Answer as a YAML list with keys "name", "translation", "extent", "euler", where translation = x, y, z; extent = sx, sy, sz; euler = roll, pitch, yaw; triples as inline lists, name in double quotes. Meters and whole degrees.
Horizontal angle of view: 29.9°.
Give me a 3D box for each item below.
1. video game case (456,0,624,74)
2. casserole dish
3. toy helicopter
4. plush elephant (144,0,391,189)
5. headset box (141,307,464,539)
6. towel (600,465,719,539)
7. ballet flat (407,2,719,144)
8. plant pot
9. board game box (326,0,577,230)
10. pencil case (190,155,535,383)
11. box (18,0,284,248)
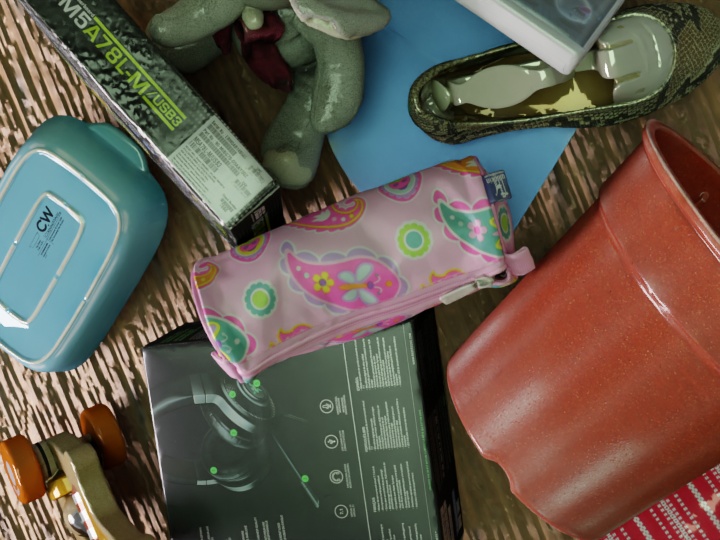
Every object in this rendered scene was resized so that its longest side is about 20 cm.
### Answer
- name: "video game case"
  translation: [0.082, -0.227, 0.809]
  extent: [0.199, 0.182, 0.023]
  euler: [35, 144, 4]
- name: "casserole dish"
  translation: [-0.215, -0.012, 0.935]
  extent: [0.121, 0.039, 0.200]
  euler: [38, 114, 6]
- name: "toy helicopter"
  translation: [-0.169, 0.182, 0.908]
  extent: [0.078, 0.200, 0.133]
  euler: [-20, 111, -25]
- name: "plush elephant"
  translation: [-0.059, -0.168, 0.819]
  extent: [0.200, 0.155, 0.165]
  euler: [-43, 69, 16]
- name: "headset box"
  translation: [-0.042, 0.119, 0.911]
  extent: [0.198, 0.093, 0.176]
  euler: [-7, 97, 12]
- name: "towel"
  translation: [0.262, 0.181, 0.898]
  extent: [0.199, 0.022, 0.145]
  euler: [-33, 90, 14]
- name: "ballet flat"
  translation: [0.123, -0.117, 0.814]
  extent: [0.198, 0.075, 0.068]
  euler: [-12, 91, 11]
- name: "plant pot"
  translation: [0.170, 0.048, 0.820]
  extent: [0.195, 0.201, 0.201]
  euler: [-43, 88, 22]
- name: "board game box"
  translation: [0.071, -0.123, 0.885]
  extent: [0.157, 0.039, 0.201]
  euler: [32, 97, 10]
- name: "pencil case"
  translation: [0.000, 0.000, 0.812]
  extent: [0.199, 0.087, 0.088]
  euler: [-20, 94, 4]
- name: "box"
  translation: [-0.128, -0.100, 0.846]
  extent: [0.047, 0.193, 0.200]
  euler: [-42, 88, -2]
